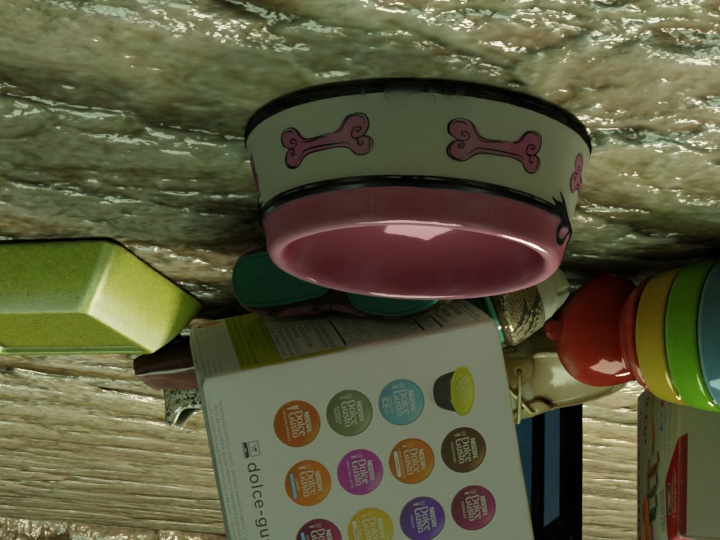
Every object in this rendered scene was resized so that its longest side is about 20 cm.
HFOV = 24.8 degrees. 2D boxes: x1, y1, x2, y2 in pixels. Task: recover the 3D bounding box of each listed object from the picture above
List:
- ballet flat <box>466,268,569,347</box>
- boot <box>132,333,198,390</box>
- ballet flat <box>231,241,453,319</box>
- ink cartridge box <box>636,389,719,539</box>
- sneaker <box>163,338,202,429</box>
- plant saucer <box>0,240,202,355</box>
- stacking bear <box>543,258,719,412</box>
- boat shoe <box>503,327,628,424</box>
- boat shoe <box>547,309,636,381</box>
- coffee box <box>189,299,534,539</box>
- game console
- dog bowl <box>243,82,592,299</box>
[{"bbox_3d":[0.111,0.021,1.183,0.075,0.068,0.200,-18,172,-6],"label":"ballet flat"},{"bbox_3d":[-0.101,0.072,1.323,0.166,0.073,0.200,-11,173,0],"label":"boot"},{"bbox_3d":[0.000,0.000,1.118,0.200,0.069,0.071,-5,-178,41],"label":"ballet flat"},{"bbox_3d":[0.299,0.151,1.271,0.144,0.146,0.200,3,165,2],"label":"ink cartridge box"},{"bbox_3d":[-0.096,0.108,1.469,0.199,0.089,0.077,-5,163,26],"label":"sneaker"},{"bbox_3d":[-0.248,0.028,1.277,0.199,0.048,0.200,-1,165,15],"label":"plant saucer"},{"bbox_3d":[0.229,0.042,1.144,0.200,0.114,0.121,-3,165,35],"label":"stacking bear"},{"bbox_3d":[0.115,0.090,1.281,0.200,0.069,0.074,-8,117,35],"label":"boat shoe"},{"bbox_3d":[0.152,0.070,1.331,0.200,0.065,0.072,-8,162,35],"label":"boat shoe"},{"bbox_3d":[-0.002,0.131,1.136,0.197,0.200,0.200,-11,-171,-7],"label":"coffee box"},{"bbox_3d":[0.124,0.164,1.423,0.116,0.201,0.176,2,165,-2],"label":"game console"},{"bbox_3d":[0.031,-0.038,0.935,0.199,0.074,0.200,2,166,1],"label":"dog bowl"}]
